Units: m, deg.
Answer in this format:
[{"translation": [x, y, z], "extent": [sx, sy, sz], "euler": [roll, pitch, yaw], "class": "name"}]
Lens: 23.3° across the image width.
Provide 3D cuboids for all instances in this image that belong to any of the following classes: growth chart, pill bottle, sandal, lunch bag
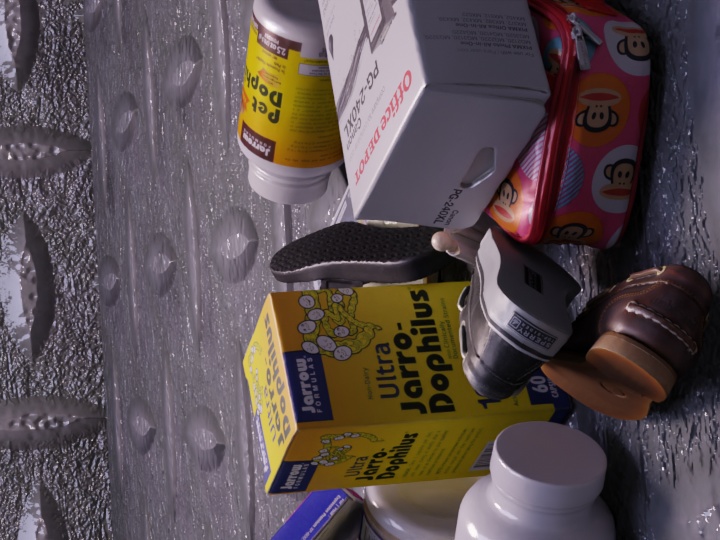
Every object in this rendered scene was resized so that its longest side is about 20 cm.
[{"translation": [0.064, -0.082, 1.262], "extent": [0.018, 0.145, 0.200], "euler": [-28, 58, 23], "class": "growth chart"}, {"translation": [0.051, 0.241, 1.327], "extent": [0.120, 0.120, 0.200], "euler": [-117, 29, -53], "class": "pill bottle"}, {"translation": [-0.056, -0.164, 1.626], "extent": [0.109, 0.109, 0.200], "euler": [-113, 26, -49], "class": "pill bottle"}, {"translation": [0.000, 0.001, 1.295], "extent": [0.200, 0.075, 0.048], "euler": [4, 122, 55], "class": "sandal"}, {"translation": [0.110, 0.203, 1.154], "extent": [0.104, 0.104, 0.200], "euler": [-120, 32, -56], "class": "pill bottle"}, {"translation": [0.119, -0.120, 1.130], "extent": [0.200, 0.082, 0.176], "euler": [-128, 43, -63], "class": "lunch bag"}]

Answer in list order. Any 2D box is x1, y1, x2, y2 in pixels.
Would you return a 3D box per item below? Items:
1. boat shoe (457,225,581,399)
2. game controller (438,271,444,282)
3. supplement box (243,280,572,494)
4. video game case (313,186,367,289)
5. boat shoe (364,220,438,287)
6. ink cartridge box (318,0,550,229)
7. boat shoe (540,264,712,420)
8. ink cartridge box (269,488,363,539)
[{"translation": [0.089, 0.025, 1.077], "extent": [0.064, 0.071, 0.200], "euler": [-55, 0, 16], "class": "boat shoe"}, {"translation": [0.043, -0.065, 1.460], "extent": [0.104, 0.042, 0.200], "euler": [126, 140, -86], "class": "game controller"}, {"translation": [0.030, 0.081, 1.234], "extent": [0.110, 0.200, 0.109], "euler": [113, 149, -56], "class": "supplement box"}, {"translation": [-0.003, 0.030, 1.631], "extent": [0.200, 0.023, 0.182], "euler": [117, 146, -58], "class": "video game case"}, {"translation": [0.039, -0.039, 1.344], "extent": [0.071, 0.063, 0.200], "euler": [7, 106, 42], "class": "boat shoe"}, {"translation": [0.040, -0.147, 1.106], "extent": [0.145, 0.083, 0.200], "euler": [118, 149, -52], "class": "ink cartridge box"}, {"translation": [0.162, 0.043, 1.037], "extent": [0.070, 0.070, 0.200], "euler": [-58, 3, -12], "class": "boat shoe"}, {"translation": [-0.037, 0.204, 1.324], "extent": [0.037, 0.095, 0.200], "euler": [40, 176, 10], "class": "ink cartridge box"}]
